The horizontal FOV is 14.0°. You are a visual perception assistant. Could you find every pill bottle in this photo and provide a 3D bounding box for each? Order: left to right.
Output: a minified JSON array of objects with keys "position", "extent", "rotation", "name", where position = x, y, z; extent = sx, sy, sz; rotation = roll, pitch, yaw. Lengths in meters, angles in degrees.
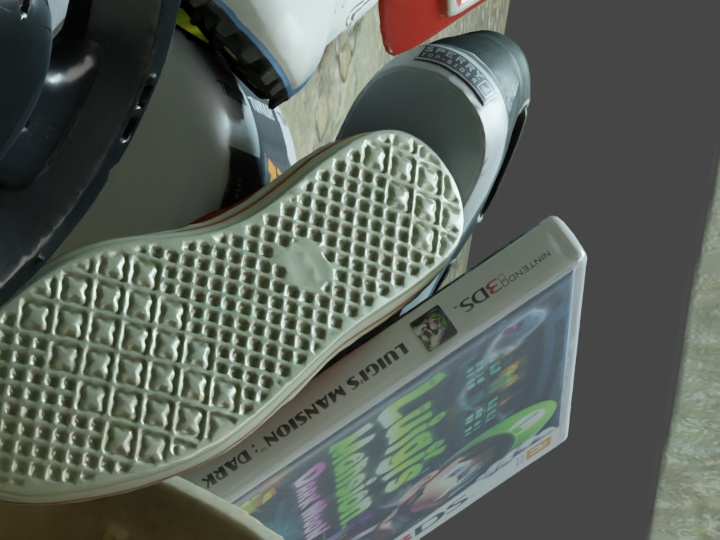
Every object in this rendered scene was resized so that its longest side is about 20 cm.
[{"position":[-0.080,-0.035,1.033],"extent":[0.200,0.106,0.107],"rotation":[10,89,-82],"name":"pill bottle"}]

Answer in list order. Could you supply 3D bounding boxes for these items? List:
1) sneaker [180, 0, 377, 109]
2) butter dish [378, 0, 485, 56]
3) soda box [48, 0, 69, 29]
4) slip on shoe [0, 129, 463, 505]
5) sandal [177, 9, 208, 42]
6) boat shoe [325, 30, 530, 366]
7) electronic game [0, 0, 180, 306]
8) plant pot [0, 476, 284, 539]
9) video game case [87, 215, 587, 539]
[{"position":[-0.023,-0.108,1.005],"extent":[0.072,0.072,0.200],"rotation":[-38,-171,13],"name":"sneaker"},{"position":[0.056,-0.260,1.700],"extent":[0.199,0.148,0.200],"rotation":[-35,155,-18],"name":"butter dish"},{"position":[-0.112,-0.160,0.810],"extent":[0.068,0.063,0.201],"rotation":[-62,160,-61],"name":"soda box"},{"position":[-0.052,0.017,0.890],"extent":[0.200,0.074,0.061],"rotation":[-31,-179,-39],"name":"slip on shoe"},{"position":[-0.064,-0.158,1.138],"extent":[0.087,0.079,0.201],"rotation":[-70,168,-73],"name":"sandal"},{"position":[0.000,0.000,1.004],"extent":[0.200,0.069,0.057],"rotation":[-55,170,34],"name":"boat shoe"},{"position":[-0.114,-0.051,0.758],"extent":[0.200,0.042,0.201],"rotation":[-43,153,-29],"name":"electronic game"},{"position":[-0.110,0.179,0.835],"extent":[0.201,0.199,0.184],"rotation":[-69,177,-58],"name":"plant pot"},{"position":[-0.003,0.072,0.997],"extent":[0.181,0.023,0.200],"rotation":[-34,162,-10],"name":"video game case"}]
